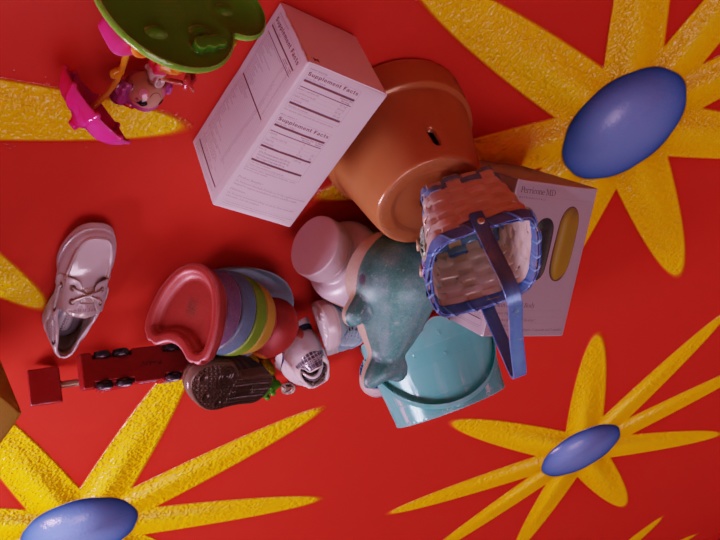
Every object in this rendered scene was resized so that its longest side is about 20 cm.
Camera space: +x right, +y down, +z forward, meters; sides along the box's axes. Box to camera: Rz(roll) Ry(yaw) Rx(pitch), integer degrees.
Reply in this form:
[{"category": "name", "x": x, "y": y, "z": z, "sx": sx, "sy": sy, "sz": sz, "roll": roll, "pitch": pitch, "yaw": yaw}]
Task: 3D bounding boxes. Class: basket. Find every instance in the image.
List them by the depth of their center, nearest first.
[{"category": "basket", "x": 0.140, "y": 0.002, "z": 1.072, "sx": 0.137, "sy": 0.201, "sz": 0.177, "roll": -20, "pitch": 142, "yaw": -6}]

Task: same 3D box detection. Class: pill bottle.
[{"category": "pill bottle", "x": 0.000, "y": 0.000, "z": 1.296, "sx": 0.111, "sy": 0.112, "sz": 0.199, "roll": -40, "pitch": 140, "yaw": 19}]

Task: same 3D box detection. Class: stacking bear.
[{"category": "stacking bear", "x": -0.155, "y": 0.063, "z": 1.226, "sx": 0.199, "sy": 0.120, "sz": 0.115, "roll": 19, "pitch": 91, "yaw": -55}]

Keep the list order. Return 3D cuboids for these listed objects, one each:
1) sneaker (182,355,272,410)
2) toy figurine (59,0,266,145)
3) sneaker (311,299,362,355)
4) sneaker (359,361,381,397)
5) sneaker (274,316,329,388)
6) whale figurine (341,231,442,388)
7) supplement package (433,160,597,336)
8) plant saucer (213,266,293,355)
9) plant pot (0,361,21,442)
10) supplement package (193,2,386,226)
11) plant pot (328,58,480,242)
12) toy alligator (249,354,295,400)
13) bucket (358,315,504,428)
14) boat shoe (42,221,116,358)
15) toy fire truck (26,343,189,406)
[{"category": "sneaker", "x": -0.193, "y": 0.139, "z": 1.275, "sx": 0.071, "sy": 0.075, "sz": 0.200, "roll": -59, "pitch": 156, "yaw": 1}, {"category": "toy figurine", "x": -0.215, "y": -0.206, "z": 0.952, "sx": 0.199, "sy": 0.151, "sz": 0.184, "roll": -20, "pitch": 165, "yaw": -49}, {"category": "sneaker", "x": -0.022, "y": 0.073, "z": 1.369, "sx": 0.081, "sy": 0.075, "sz": 0.200, "roll": -19, "pitch": 173, "yaw": -4}, {"category": "sneaker", "x": 0.089, "y": 0.148, "z": 1.563, "sx": 0.197, "sy": 0.077, "sz": 0.081, "roll": -17, "pitch": 160, "yaw": -10}, {"category": "sneaker", "x": -0.080, "y": 0.144, "z": 1.425, "sx": 0.076, "sy": 0.081, "sz": 0.200, "roll": -34, "pitch": 159, "yaw": -9}, {"category": "whale figurine", "x": 0.048, "y": 0.052, "z": 1.203, "sx": 0.158, "sy": 0.103, "sz": 0.203, "roll": -5, "pitch": 104, "yaw": -45}, {"category": "supplement package", "x": 0.190, "y": -0.032, "z": 1.266, "sx": 0.150, "sy": 0.150, "sz": 0.203, "roll": 2, "pitch": 105, "yaw": -35}, {"category": "plant saucer", "x": -0.191, "y": 0.054, "z": 1.312, "sx": 0.198, "sy": 0.039, "sz": 0.202, "roll": -16, "pitch": 141, "yaw": -13}, {"category": "plant pot", "x": -0.521, "y": 0.143, "z": 1.116, "sx": 0.175, "sy": 0.201, "sz": 0.201, "roll": -33, "pitch": 143, "yaw": -7}, {"category": "supplement package", "x": -0.082, "y": -0.166, "z": 1.052, "sx": 0.109, "sy": 0.115, "sz": 0.200, "roll": 14, "pitch": 128, "yaw": -38}, {"category": "plant pot", "x": 0.058, "y": -0.131, "z": 1.153, "sx": 0.197, "sy": 0.141, "sz": 0.202, "roll": -15, "pitch": 141, "yaw": -12}, {"category": "toy alligator", "x": -0.153, "y": 0.173, "z": 1.460, "sx": 0.059, "sy": 0.055, "sz": 0.200, "roll": -36, "pitch": 141, "yaw": 15}, {"category": "bucket", "x": 0.112, "y": 0.140, "z": 1.425, "sx": 0.205, "sy": 0.137, "sz": 0.207, "roll": -21, "pitch": 176, "yaw": -2}, {"category": "boat shoe", "x": -0.340, "y": 0.029, "z": 1.172, "sx": 0.070, "sy": 0.070, "sz": 0.201, "roll": 2, "pitch": 134, "yaw": -30}, {"category": "toy fire truck", "x": -0.334, "y": 0.138, "z": 1.269, "sx": 0.197, "sy": 0.050, "sz": 0.141, "roll": -5, "pitch": 169, "yaw": -26}]
